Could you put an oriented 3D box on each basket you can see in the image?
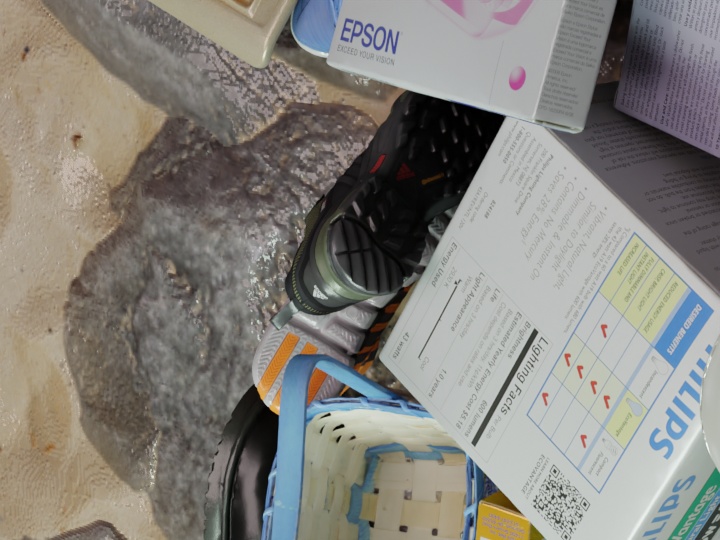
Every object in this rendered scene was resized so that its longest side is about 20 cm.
[{"bbox_3d":[0.003,0.147,1.551,0.139,0.200,0.177,1,80,32],"label":"basket"}]

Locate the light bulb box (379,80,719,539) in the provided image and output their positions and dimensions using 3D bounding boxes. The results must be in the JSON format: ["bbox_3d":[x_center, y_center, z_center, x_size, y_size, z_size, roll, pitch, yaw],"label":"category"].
[{"bbox_3d":[0.146,0.033,1.480,0.200,0.125,0.198,47,128,27],"label":"light bulb box"}]

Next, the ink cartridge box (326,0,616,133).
[{"bbox_3d":[0.071,-0.188,1.440,0.196,0.043,0.200,20,98,54],"label":"ink cartridge box"}]

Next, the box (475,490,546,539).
[{"bbox_3d":[0.105,0.213,1.567,0.041,0.119,0.200,18,112,31],"label":"box"}]

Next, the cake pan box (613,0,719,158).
[{"bbox_3d":[0.229,-0.141,1.383,0.184,0.052,0.200,26,124,31],"label":"cake pan box"}]

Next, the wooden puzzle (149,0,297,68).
[{"bbox_3d":[-0.087,-0.252,1.670,0.185,0.037,0.200,33,105,29],"label":"wooden puzzle"}]

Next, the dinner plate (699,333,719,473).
[{"bbox_3d":[0.271,0.073,1.344,0.200,0.024,0.200,4,123,6],"label":"dinner plate"}]

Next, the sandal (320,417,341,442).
[{"bbox_3d":[-0.028,0.196,1.767,0.076,0.043,0.200,8,96,37],"label":"sandal"}]

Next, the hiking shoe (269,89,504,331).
[{"bbox_3d":[0.011,-0.045,1.552,0.101,0.200,0.076,-28,105,43],"label":"hiking shoe"}]

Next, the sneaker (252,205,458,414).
[{"bbox_3d":[0.000,0.000,1.658,0.078,0.112,0.200,36,92,3],"label":"sneaker"}]

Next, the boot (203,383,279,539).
[{"bbox_3d":[-0.015,0.182,1.690,0.158,0.079,0.211,10,99,19],"label":"boot"}]

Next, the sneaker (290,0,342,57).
[{"bbox_3d":[0.020,-0.172,1.595,0.200,0.077,0.076,-18,88,47],"label":"sneaker"}]
